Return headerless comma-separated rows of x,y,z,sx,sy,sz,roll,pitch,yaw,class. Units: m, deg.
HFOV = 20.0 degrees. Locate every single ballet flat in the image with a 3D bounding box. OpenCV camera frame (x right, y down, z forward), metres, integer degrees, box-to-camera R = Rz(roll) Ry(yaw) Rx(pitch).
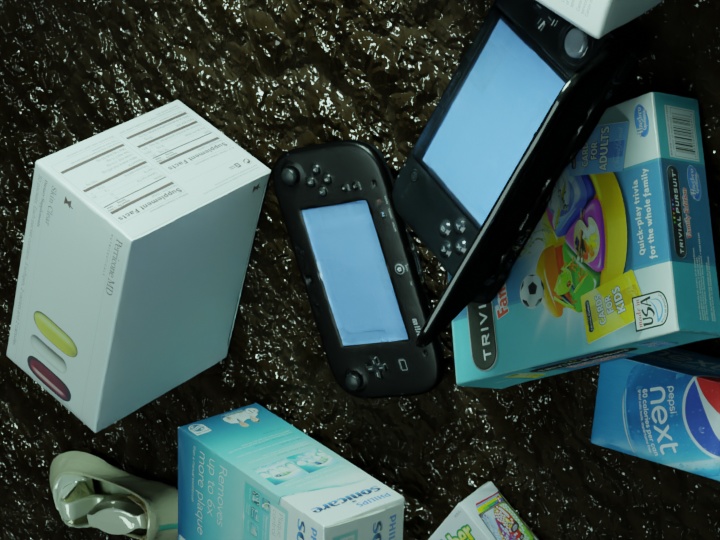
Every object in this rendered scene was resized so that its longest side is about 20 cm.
-0.233,0.209,1.848,0.199,0.069,0.070,6,116,43,ballet flat

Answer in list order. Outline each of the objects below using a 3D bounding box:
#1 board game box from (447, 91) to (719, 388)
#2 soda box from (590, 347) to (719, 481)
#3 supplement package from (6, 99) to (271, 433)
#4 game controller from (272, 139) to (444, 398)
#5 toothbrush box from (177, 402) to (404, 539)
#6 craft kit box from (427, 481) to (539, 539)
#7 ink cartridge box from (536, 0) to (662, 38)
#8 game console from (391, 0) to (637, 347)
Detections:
0.138,-0.015,1.328,0.199,0.047,0.152,-18,72,47,board game box
0.248,0.099,1.301,0.199,0.068,0.065,13,103,39,soda box
-0.176,-0.004,1.608,0.111,0.155,0.201,36,132,24,supplement package
0.000,0.000,1.522,0.104,0.042,0.201,-3,109,45,game controller
-0.059,0.216,1.632,0.199,0.085,0.148,28,124,44,toothbrush box
0.109,0.293,1.574,0.198,0.048,0.200,50,137,16,craft kit box
0.107,-0.258,1.244,0.199,0.085,0.146,35,132,23,ink cartridge box
0.074,-0.078,1.285,0.176,0.116,0.201,51,122,38,game console
